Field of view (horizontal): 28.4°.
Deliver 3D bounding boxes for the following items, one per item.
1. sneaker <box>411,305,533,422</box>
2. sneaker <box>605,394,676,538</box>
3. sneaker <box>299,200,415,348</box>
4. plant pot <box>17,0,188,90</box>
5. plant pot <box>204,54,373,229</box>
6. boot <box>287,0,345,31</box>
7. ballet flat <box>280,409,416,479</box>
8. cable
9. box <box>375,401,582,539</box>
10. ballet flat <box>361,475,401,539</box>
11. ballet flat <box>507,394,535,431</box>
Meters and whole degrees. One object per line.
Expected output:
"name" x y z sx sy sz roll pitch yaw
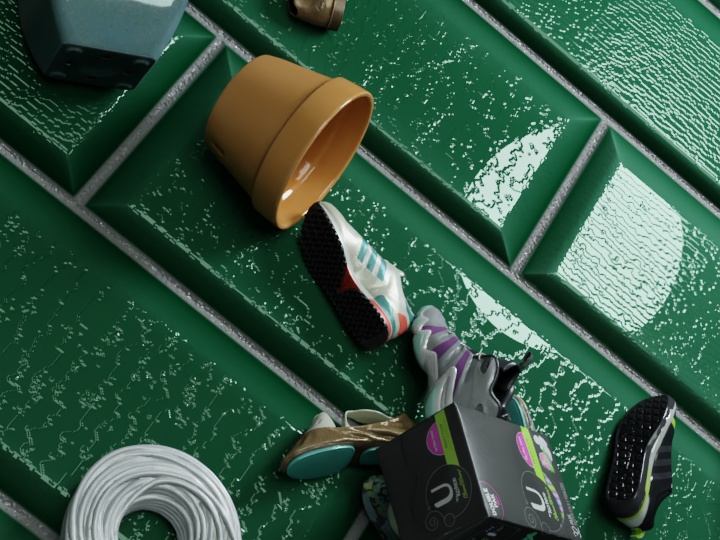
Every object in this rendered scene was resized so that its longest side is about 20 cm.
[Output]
"sneaker" 0.143 0.114 1.748 0.078 0.139 0.201 48 27 -51
"sneaker" 0.375 0.258 1.872 0.083 0.072 0.200 47 54 -29
"sneaker" 0.000 0.000 1.798 0.093 0.070 0.200 -18 75 -49
"plant pot" -0.308 -0.334 1.715 0.196 0.196 0.201 7 74 -23
"plant pot" -0.097 -0.172 1.753 0.140 0.200 0.200 36 56 11
"boot" -0.055 -0.427 1.951 0.075 0.074 0.201 10 66 -11
"ballet flat" -0.015 0.201 1.700 0.199 0.068 0.072 -5 51 -28
"cable" -0.227 0.291 1.548 0.199 0.069 0.201 -2 68 -26
"box" 0.138 0.260 1.647 0.200 0.124 0.149 24 41 -46
"ballet flat" 0.077 0.321 1.683 0.074 0.074 0.200 -34 85 -33
"ballet flat" 0.200 0.258 1.782 0.072 0.072 0.201 9 65 -22
